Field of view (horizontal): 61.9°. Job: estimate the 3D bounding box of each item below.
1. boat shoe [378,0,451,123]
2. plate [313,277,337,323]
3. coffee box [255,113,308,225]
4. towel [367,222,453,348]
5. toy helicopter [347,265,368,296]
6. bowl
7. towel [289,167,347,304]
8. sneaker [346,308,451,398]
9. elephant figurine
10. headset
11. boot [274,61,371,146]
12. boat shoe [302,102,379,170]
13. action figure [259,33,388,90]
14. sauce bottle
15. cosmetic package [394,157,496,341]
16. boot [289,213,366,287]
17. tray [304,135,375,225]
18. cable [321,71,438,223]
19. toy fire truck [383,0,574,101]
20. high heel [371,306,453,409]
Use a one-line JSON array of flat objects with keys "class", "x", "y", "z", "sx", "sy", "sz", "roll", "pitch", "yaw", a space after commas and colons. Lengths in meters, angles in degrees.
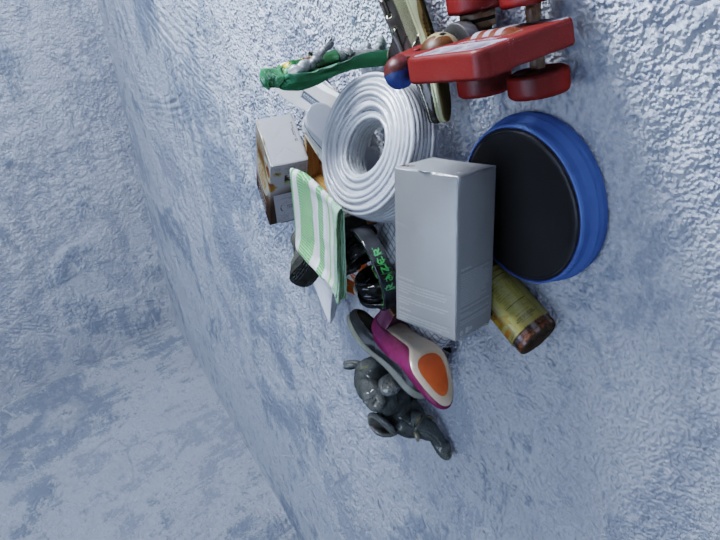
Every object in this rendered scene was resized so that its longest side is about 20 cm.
[{"class": "boat shoe", "x": 0.064, "y": -0.280, "z": 0.759, "sx": 0.063, "sy": 0.073, "sz": 0.207, "roll": -16, "pitch": 88, "yaw": 21}, {"class": "plate", "x": -0.080, "y": -0.023, "z": 1.252, "sx": 0.202, "sy": 0.031, "sz": 0.204, "roll": 101, "pitch": 151, "yaw": -57}, {"class": "coffee box", "x": -0.162, "y": -0.199, "z": 1.221, "sx": 0.202, "sy": 0.077, "sz": 0.117, "roll": 106, "pitch": 147, "yaw": -60}, {"class": "towel", "x": 0.100, "y": 0.010, "z": 0.924, "sx": 0.203, "sy": 0.084, "sz": 0.167, "roll": 57, "pitch": 154, "yaw": 17}, {"class": "toy helicopter", "x": 0.032, "y": 0.047, "z": 1.096, "sx": 0.203, "sy": 0.078, "sz": 0.131, "roll": 56, "pitch": 148, "yaw": -5}, {"class": "bowl", "x": 0.198, "y": -0.080, "z": 0.712, "sx": 0.200, "sy": 0.038, "sz": 0.206, "roll": 44, "pitch": 146, "yaw": 40}, {"class": "towel", "x": -0.068, "y": -0.060, "z": 0.934, "sx": 0.200, "sy": 0.023, "sz": 0.157, "roll": -131, "pitch": 35, "yaw": -54}, {"class": "sneaker", "x": 0.067, "y": 0.111, "z": 1.038, "sx": 0.199, "sy": 0.074, "sz": 0.108, "roll": 42, "pitch": 112, "yaw": 22}, {"class": "elephant figurine", "x": 0.071, "y": 0.263, "z": 1.142, "sx": 0.157, "sy": 0.138, "sz": 0.204, "roll": -103, "pitch": -13, "yaw": -61}, {"class": "headset", "x": 0.000, "y": 0.000, "z": 0.904, "sx": 0.200, "sy": 0.092, "sz": 0.127, "roll": -168, "pitch": 55, "yaw": -79}, {"class": "boot", "x": -0.051, "y": -0.283, "z": 1.009, "sx": 0.199, "sy": 0.091, "sz": 0.073, "roll": 41, "pitch": 123, "yaw": -2}, {"class": "boat shoe", "x": -0.024, "y": -0.173, "z": 0.968, "sx": 0.200, "sy": 0.071, "sz": 0.070, "roll": 47, "pitch": 163, "yaw": -9}, {"class": "action figure", "x": -0.054, "y": -0.291, "z": 0.850, "sx": 0.117, "sy": 0.196, "sz": 0.056, "roll": 4, "pitch": 116, "yaw": 59}, {"class": "sauce bottle", "x": 0.175, "y": 0.015, "z": 0.806, "sx": 0.202, "sy": 0.064, "sz": 0.067, "roll": 54, "pitch": 151, "yaw": 28}, {"class": "cosmetic package", "x": 0.104, "y": -0.030, "z": 0.748, "sx": 0.105, "sy": 0.089, "sz": 0.207, "roll": 19, "pitch": 116, "yaw": 42}, {"class": "boot", "x": -0.070, "y": -0.075, "z": 1.095, "sx": 0.199, "sy": 0.067, "sz": 0.134, "roll": -40, "pitch": 38, "yaw": 31}, {"class": "tray", "x": -0.037, "y": -0.171, "z": 1.094, "sx": 0.200, "sy": 0.036, "sz": 0.101, "roll": 45, "pitch": 147, "yaw": 40}, {"class": "cable", "x": 0.024, "y": -0.172, "z": 0.844, "sx": 0.200, "sy": 0.068, "sz": 0.205, "roll": 43, "pitch": 116, "yaw": 41}, {"class": "toy fire truck", "x": 0.112, "y": -0.226, "z": 0.616, "sx": 0.198, "sy": 0.164, "sz": 0.116, "roll": 23, "pitch": 131, "yaw": 54}, {"class": "high heel", "x": 0.076, "y": 0.139, "z": 0.909, "sx": 0.098, "sy": 0.065, "sz": 0.203, "roll": 107, "pitch": 147, "yaw": -44}]
